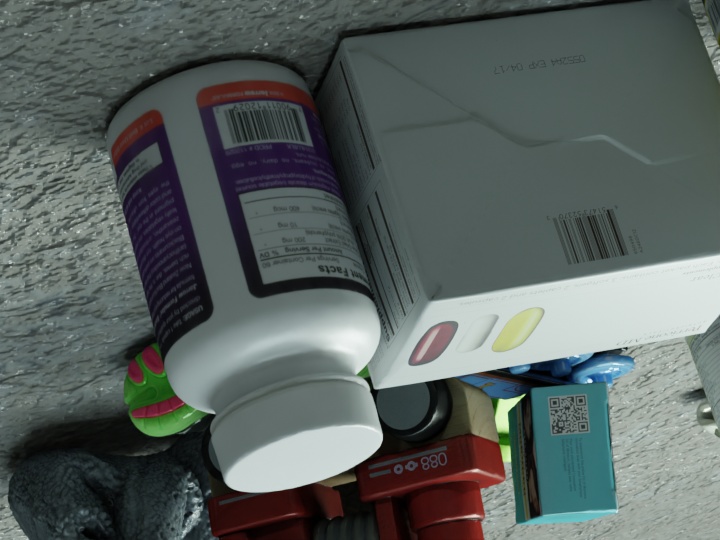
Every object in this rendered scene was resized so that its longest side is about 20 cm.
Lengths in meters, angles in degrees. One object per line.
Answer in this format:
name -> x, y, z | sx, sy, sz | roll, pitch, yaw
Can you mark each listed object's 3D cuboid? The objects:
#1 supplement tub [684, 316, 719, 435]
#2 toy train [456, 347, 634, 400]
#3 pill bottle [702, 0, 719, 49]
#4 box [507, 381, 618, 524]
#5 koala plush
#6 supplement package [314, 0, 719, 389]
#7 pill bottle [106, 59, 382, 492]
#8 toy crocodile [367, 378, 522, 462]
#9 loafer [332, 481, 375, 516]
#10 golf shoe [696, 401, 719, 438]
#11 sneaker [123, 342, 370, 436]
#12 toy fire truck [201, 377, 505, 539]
supplement tub -> 0.297, 0.064, 1.686 | 0.145, 0.200, 0.145 | -14, 158, -6
toy train -> 0.093, 0.038, 1.642 | 0.114, 0.087, 0.200 | -19, 162, 31
pill bottle -> 0.250, -0.089, 1.289 | 0.112, 0.200, 0.112 | -15, 158, -6
box -> 0.129, 0.122, 1.661 | 0.049, 0.082, 0.200 | -4, 172, -1
koala plush -> -0.115, 0.163, 1.729 | 0.200, 0.184, 0.177 | -33, 171, -19
supplement package -> 0.090, -0.042, 1.346 | 0.200, 0.156, 0.111 | -9, 157, -19
pill bottle -> -0.054, 0.005, 1.293 | 0.111, 0.200, 0.111 | -14, 158, -6
toy crocodile -> 0.062, 0.096, 1.788 | 0.200, 0.062, 0.068 | -2, 115, -27
loafer -> -0.013, 0.173, 1.684 | 0.200, 0.076, 0.067 | -41, 155, -40
golf shoe -> 0.345, 0.089, 1.952 | 0.088, 0.077, 0.200 | 8, 148, -33
sneaker -> -0.051, 0.052, 1.594 | 0.200, 0.077, 0.084 | -16, 168, 22
toy fire truck -> 0.013, 0.176, 1.559 | 0.176, 0.200, 0.129 | -16, 163, 20
